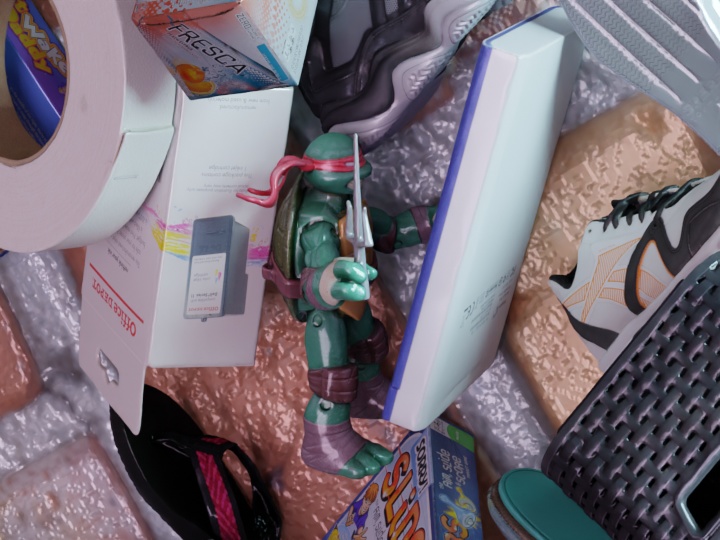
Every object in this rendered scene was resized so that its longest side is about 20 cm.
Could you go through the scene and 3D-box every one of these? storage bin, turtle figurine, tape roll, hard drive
[{"bbox_3d":[0.188,0.079,1.089,0.094,0.200,0.135,43,102,24],"label":"storage bin"},{"bbox_3d":[0.000,0.000,1.205,0.101,0.150,0.200,17,121,30],"label":"turtle figurine"},{"bbox_3d":[-0.174,-0.110,1.221,0.203,0.037,0.203,9,102,44],"label":"tape roll"},{"bbox_3d":[0.066,-0.029,1.170,0.025,0.132,0.200,20,111,15],"label":"hard drive"}]

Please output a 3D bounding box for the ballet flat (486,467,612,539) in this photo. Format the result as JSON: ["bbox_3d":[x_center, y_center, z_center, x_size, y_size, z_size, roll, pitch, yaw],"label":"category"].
[{"bbox_3d":[0.152,0.173,1.201,0.200,0.074,0.074,25,112,21],"label":"ballet flat"}]

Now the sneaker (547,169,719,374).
[{"bbox_3d":[0.150,-0.011,1.139,0.080,0.074,0.200,53,146,13],"label":"sneaker"}]

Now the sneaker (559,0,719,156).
[{"bbox_3d":[0.170,-0.115,1.136,0.200,0.071,0.073,49,126,-1],"label":"sneaker"}]

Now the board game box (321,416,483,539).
[{"bbox_3d":[0.016,0.184,1.216,0.034,0.200,0.135,29,116,-17],"label":"board game box"}]

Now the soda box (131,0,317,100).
[{"bbox_3d":[-0.054,-0.185,1.154,0.063,0.200,0.068,-5,144,25],"label":"soda box"}]

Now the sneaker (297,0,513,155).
[{"bbox_3d":[0.018,-0.159,1.190,0.114,0.075,0.200,43,118,6],"label":"sneaker"}]

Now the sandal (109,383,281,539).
[{"bbox_3d":[-0.070,0.141,1.311,0.045,0.075,0.200,-33,96,30],"label":"sandal"}]

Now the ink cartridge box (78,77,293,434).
[{"bbox_3d":[-0.100,-0.021,1.254,0.117,0.067,0.200,41,126,57],"label":"ink cartridge box"}]

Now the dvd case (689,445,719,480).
[{"bbox_3d":[0.207,0.161,1.219,0.200,0.022,0.146,-9,99,25],"label":"dvd case"}]

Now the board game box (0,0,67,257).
[{"bbox_3d":[-0.243,-0.110,1.336,0.134,0.045,0.200,-34,88,27],"label":"board game box"}]
